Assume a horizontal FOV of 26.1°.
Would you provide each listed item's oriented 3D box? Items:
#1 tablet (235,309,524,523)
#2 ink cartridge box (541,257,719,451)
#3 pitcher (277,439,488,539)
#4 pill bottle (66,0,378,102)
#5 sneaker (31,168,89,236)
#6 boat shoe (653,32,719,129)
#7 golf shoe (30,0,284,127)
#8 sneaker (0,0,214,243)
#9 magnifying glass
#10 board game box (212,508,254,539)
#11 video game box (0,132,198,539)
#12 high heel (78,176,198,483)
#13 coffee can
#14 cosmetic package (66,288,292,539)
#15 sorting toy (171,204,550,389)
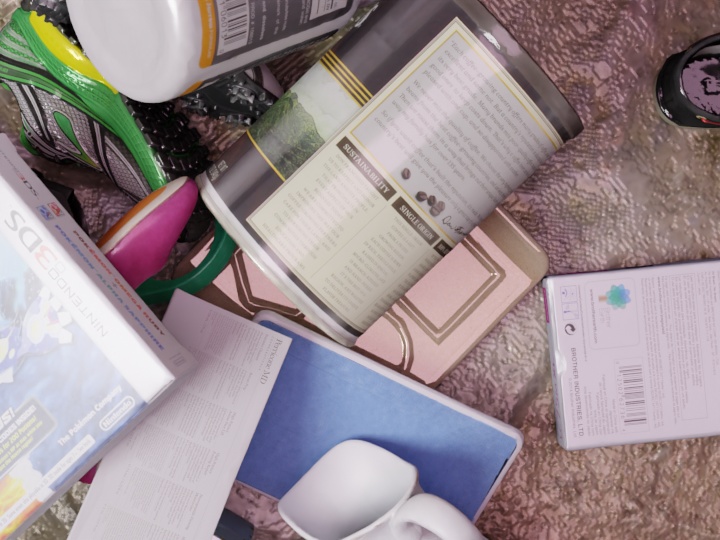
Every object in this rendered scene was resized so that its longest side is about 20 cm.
[{"bbox_3d":[-0.004,0.118,1.050,0.199,0.014,0.131,26,114,-5],"label":"tablet"},{"bbox_3d":[0.229,0.053,1.068,0.198,0.042,0.120,-6,92,1],"label":"ink cartridge box"},{"bbox_3d":[0.055,0.213,0.992,0.121,0.171,0.201,-41,110,-22],"label":"pitcher"},{"bbox_3d":[-0.069,-0.183,0.934,0.199,0.116,0.117,-28,93,-39],"label":"pill bottle"},{"bbox_3d":[-0.254,-0.068,1.033,0.106,0.075,0.201,-22,102,2],"label":"sneaker"},{"bbox_3d":[0.302,-0.133,1.055,0.200,0.063,0.074,-8,89,-3],"label":"boat shoe"},{"bbox_3d":[-0.114,-0.167,1.010,0.200,0.077,0.095,33,63,-37],"label":"golf shoe"},{"bbox_3d":[-0.171,-0.092,1.034,0.085,0.078,0.200,-46,76,18],"label":"sneaker"},{"bbox_3d":[-0.169,0.011,1.051,0.199,0.022,0.080,-33,57,5],"label":"magnifying glass"},{"bbox_3d":[-0.165,0.238,1.029,0.104,0.103,0.201,30,90,-2],"label":"board game box"},{"bbox_3d":[-0.225,0.053,0.917,0.200,0.047,0.182,-43,84,16],"label":"video game box"},{"bbox_3d":[-0.145,0.038,0.955,0.096,0.067,0.200,41,96,-12],"label":"high heel"},{"bbox_3d":[0.017,-0.073,0.966,0.200,0.146,0.146,-43,93,4],"label":"coffee can"},{"bbox_3d":[-0.117,0.121,0.961,0.082,0.051,0.201,23,69,-3],"label":"cosmetic package"},{"bbox_3d":[0.000,0.000,1.065,0.185,0.036,0.200,45,95,-2],"label":"sorting toy"}]
